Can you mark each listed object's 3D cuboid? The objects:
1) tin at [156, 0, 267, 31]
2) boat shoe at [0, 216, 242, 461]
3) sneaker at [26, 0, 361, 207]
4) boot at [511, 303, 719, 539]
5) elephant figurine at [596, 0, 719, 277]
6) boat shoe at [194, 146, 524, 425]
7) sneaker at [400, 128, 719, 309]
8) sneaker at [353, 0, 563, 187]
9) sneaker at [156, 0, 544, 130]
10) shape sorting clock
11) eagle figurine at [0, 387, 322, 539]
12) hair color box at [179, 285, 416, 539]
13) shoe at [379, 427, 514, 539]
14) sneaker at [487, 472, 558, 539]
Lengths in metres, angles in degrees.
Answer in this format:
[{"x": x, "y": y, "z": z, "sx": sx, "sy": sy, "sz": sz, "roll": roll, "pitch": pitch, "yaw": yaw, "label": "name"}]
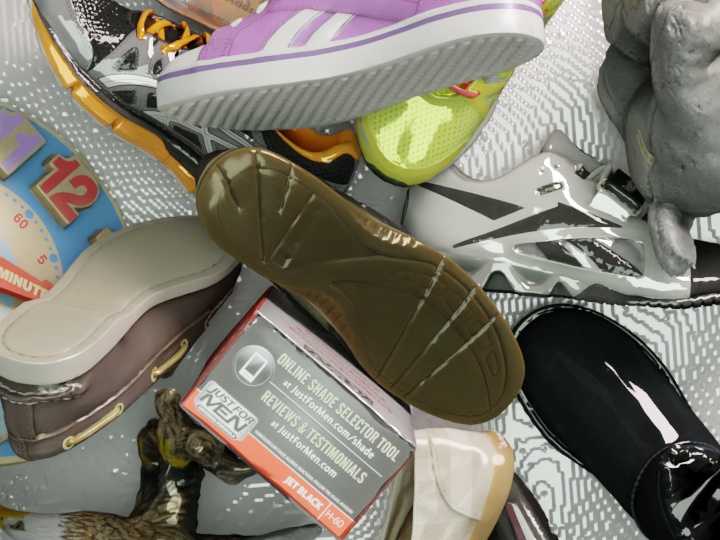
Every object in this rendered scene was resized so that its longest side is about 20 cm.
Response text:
[{"x": -0.030, "y": -0.164, "z": 1.405, "sx": 0.199, "sy": 0.042, "sz": 0.112, "roll": 27, "pitch": 96, "yaw": -1, "label": "tin"}, {"x": -0.118, "y": 0.029, "z": 1.350, "sx": 0.072, "sy": 0.200, "sz": 0.060, "roll": 11, "pitch": 117, "yaw": 23, "label": "boat shoe"}, {"x": -0.085, "y": -0.092, "z": 1.382, "sx": 0.200, "sy": 0.078, "sz": 0.077, "roll": 40, "pitch": 111, "yaw": -12, "label": "sneaker"}, {"x": 0.154, "y": 0.099, "z": 1.352, "sx": 0.073, "sy": 0.162, "sz": 0.198, "roll": -40, "pitch": 92, "yaw": 0, "label": "boot"}, {"x": 0.231, "y": -0.103, "z": 1.370, "sx": 0.199, "sy": 0.142, "sz": 0.156, "roll": -4, "pitch": 122, "yaw": -15, "label": "elephant figurine"}, {"x": -0.001, "y": 0.000, "z": 1.352, "sx": 0.201, "sy": 0.066, "sz": 0.072, "roll": 36, "pitch": 98, "yaw": -20, "label": "boat shoe"}, {"x": 0.120, "y": -0.026, "z": 1.391, "sx": 0.199, "sy": 0.074, "sz": 0.089, "roll": 6, "pitch": 91, "yaw": 1, "label": "sneaker"}, {"x": 0.059, "y": -0.133, "z": 1.344, "sx": 0.078, "sy": 0.090, "sz": 0.201, "roll": 28, "pitch": 90, "yaw": -9, "label": "sneaker"}, {"x": -0.009, "y": -0.137, "z": 1.312, "sx": 0.200, "sy": 0.073, "sz": 0.115, "roll": -13, "pitch": 74, "yaw": 17, "label": "sneaker"}, {"x": -0.197, "y": 0.001, "z": 1.360, "sx": 0.199, "sy": 0.039, "sz": 0.201, "roll": 18, "pitch": 58, "yaw": -31, "label": "shape sorting clock"}, {"x": -0.130, "y": 0.166, "z": 1.369, "sx": 0.150, "sy": 0.152, "sz": 0.201, "roll": 12, "pitch": 73, "yaw": 37, "label": "eagle figurine"}, {"x": -0.028, "y": 0.066, "z": 1.332, "sx": 0.101, "sy": 0.200, "sz": 0.061, "roll": 40, "pitch": 92, "yaw": -1, "label": "hair color box"}, {"x": 0.021, "y": 0.170, "z": 1.386, "sx": 0.053, "sy": 0.070, "sz": 0.201, "roll": 10, "pitch": 106, "yaw": -27, "label": "shoe"}, {"x": 0.070, "y": 0.212, "z": 1.402, "sx": 0.115, "sy": 0.076, "sz": 0.201, "roll": -22, "pitch": 93, "yaw": 4, "label": "sneaker"}]
